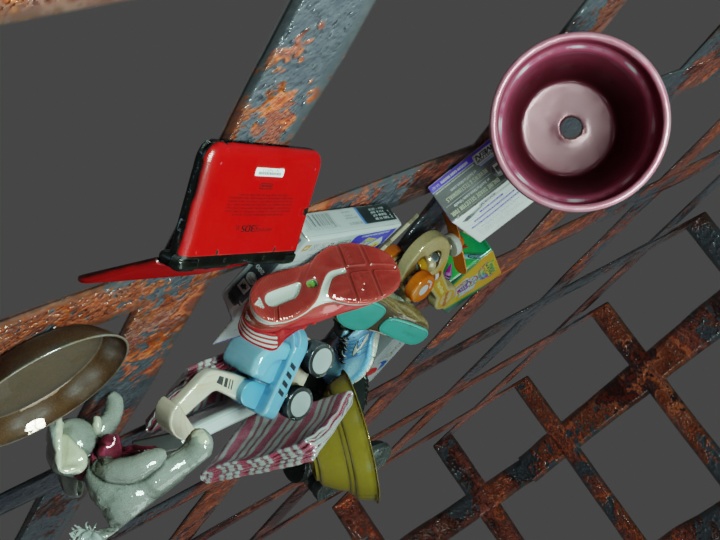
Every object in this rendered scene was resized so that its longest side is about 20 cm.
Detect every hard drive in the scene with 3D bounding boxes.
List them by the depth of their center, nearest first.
[{"bbox_3d":[-0.207,0.209,1.619,0.199,0.027,0.131,-20,-179,-42],"label":"hard drive"}]

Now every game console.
[{"bbox_3d":[-0.150,-0.054,1.102,0.199,0.118,0.174,-6,116,-62],"label":"game console"}]

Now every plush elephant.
[{"bbox_3d":[-0.304,0.223,1.374,0.199,0.155,0.165,-37,176,-28],"label":"plush elephant"}]

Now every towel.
[{"bbox_3d":[-0.116,0.226,1.584,0.198,0.030,0.146,-17,-162,30],"label":"towel"},{"bbox_3d":[-0.198,0.158,1.609,0.199,0.030,0.146,-20,159,-47],"label":"towel"}]

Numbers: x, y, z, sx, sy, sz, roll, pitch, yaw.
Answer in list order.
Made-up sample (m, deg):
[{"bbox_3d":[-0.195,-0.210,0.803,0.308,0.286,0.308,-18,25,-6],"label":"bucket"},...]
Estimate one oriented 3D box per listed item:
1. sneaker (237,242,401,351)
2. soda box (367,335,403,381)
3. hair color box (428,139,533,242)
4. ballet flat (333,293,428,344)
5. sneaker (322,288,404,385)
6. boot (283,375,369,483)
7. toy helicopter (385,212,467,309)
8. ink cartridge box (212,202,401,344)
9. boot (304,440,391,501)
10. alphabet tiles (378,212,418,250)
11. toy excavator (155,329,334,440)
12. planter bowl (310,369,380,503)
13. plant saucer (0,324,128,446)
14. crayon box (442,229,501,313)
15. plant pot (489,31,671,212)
[{"bbox_3d":[-0.056,0.032,1.332,0.198,0.079,0.116,-10,162,-30],"label":"sneaker"},{"bbox_3d":[0.022,0.123,1.928,0.068,0.064,0.200,-21,158,-41],"label":"soda box"},{"bbox_3d":[0.170,-0.106,1.566,0.109,0.065,0.200,-38,167,9],"label":"hair color box"},{"bbox_3d":[0.021,0.050,1.630,0.199,0.073,0.068,18,129,-44],"label":"ballet flat"},{"bbox_3d":[-0.017,0.092,1.732,0.089,0.078,0.201,-1,127,-43],"label":"sneaker"},{"bbox_3d":[-0.058,0.223,1.811,0.161,0.201,0.073,-4,173,-43],"label":"boot"},{"bbox_3d":[0.108,-0.002,1.671,0.132,0.079,0.200,-47,153,-6],"label":"toy helicopter"},{"bbox_3d":[-0.072,0.001,1.386,0.200,0.044,0.197,-46,162,30],"label":"ink cartridge box"},{"bbox_3d":[-0.067,0.263,1.882,0.164,0.200,0.066,-20,140,-36],"label":"boot"},{"bbox_3d":[0.000,0.000,1.512,0.200,0.006,0.166,-44,180,14],"label":"alphabet tiles"},{"bbox_3d":[-0.158,0.141,1.501,0.199,0.099,0.196,30,84,-46],"label":"toy excavator"},{"bbox_3d":[-0.038,0.254,1.684,0.083,0.202,0.201,-14,161,-8],"label":"planter bowl"},{"bbox_3d":[-0.332,0.115,1.177,0.199,0.035,0.200,-33,166,-10],"label":"plant saucer"},{"bbox_3d":[0.160,-0.001,1.866,0.118,0.058,0.200,-37,165,3],"label":"crayon box"},{"bbox_3d":[0.248,-0.169,1.342,0.199,0.201,0.179,-37,180,7],"label":"plant pot"}]
